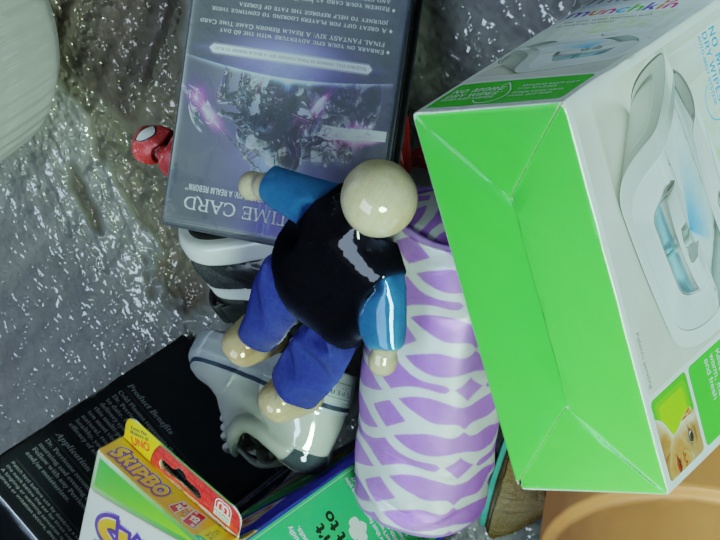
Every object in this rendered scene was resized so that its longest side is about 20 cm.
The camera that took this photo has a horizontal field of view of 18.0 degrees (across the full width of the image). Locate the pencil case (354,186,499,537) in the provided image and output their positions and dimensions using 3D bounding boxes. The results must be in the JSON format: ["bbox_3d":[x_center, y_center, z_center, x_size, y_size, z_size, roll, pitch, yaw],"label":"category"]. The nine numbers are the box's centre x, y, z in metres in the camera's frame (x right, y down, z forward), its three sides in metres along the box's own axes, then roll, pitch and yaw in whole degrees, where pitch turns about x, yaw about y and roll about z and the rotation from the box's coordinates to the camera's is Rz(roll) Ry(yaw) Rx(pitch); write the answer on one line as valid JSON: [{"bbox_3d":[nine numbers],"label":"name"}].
[{"bbox_3d":[0.044,0.047,1.247,0.083,0.085,0.201,21,120,21],"label":"pencil case"}]

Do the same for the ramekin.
[{"bbox_3d":[-0.287,-0.148,1.473,0.199,0.105,0.202,22,127,31],"label":"ramekin"}]

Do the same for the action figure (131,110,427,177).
[{"bbox_3d":[-0.051,-0.099,1.319,0.199,0.065,0.100,-3,90,30],"label":"action figure"}]

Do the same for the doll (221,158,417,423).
[{"bbox_3d":[-0.022,0.003,1.211,0.137,0.048,0.200,56,147,14],"label":"doll"}]

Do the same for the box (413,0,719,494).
[{"bbox_3d":[0.133,-0.019,1.123,0.096,0.176,0.201,-1,113,42],"label":"box"}]

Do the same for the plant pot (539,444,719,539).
[{"bbox_3d":[0.178,0.191,1.175,0.198,0.141,0.201,13,144,10],"label":"plant pot"}]

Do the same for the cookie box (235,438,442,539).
[{"bbox_3d":[-0.034,0.168,1.367,0.171,0.200,0.076,-33,90,47],"label":"cookie box"}]

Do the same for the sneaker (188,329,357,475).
[{"bbox_3d":[-0.065,0.081,1.389,0.071,0.073,0.200,-71,19,-4],"label":"sneaker"}]

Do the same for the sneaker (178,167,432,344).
[{"bbox_3d":[0.000,0.000,1.347,0.199,0.073,0.112,2,141,25],"label":"sneaker"}]

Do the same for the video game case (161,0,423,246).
[{"bbox_3d":[-0.036,-0.114,1.264,0.142,0.019,0.202,11,96,28],"label":"video game case"}]

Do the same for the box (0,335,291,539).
[{"bbox_3d":[-0.177,0.178,1.506,0.124,0.196,0.200,48,137,11],"label":"box"}]

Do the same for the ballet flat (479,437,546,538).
[{"bbox_3d":[0.115,0.079,1.291,0.072,0.068,0.201,15,121,13],"label":"ballet flat"}]

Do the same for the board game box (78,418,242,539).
[{"bbox_3d":[-0.123,0.184,1.297,0.095,0.030,0.201,37,129,26],"label":"board game box"}]
